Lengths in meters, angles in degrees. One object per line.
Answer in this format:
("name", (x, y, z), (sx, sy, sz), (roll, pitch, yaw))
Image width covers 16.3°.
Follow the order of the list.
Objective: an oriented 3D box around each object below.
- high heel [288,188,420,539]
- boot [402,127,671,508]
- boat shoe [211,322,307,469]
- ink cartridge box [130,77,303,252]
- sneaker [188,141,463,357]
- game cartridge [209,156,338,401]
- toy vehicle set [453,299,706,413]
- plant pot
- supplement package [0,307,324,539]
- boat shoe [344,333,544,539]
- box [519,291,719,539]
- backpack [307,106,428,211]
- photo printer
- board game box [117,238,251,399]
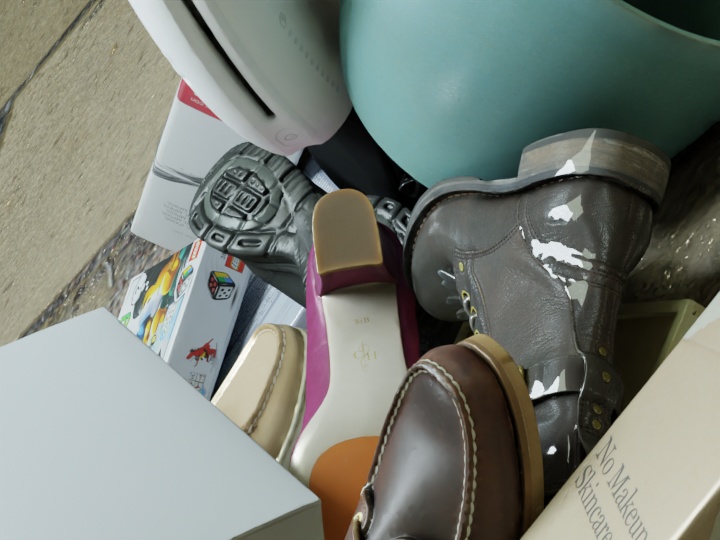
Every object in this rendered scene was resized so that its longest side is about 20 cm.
("high heel", (0.001, 0.068, 1.151), (0.096, 0.067, 0.201), (70, -170, -69))
("boot", (0.057, 0.043, 1.048), (0.200, 0.069, 0.175), (-35, 38, 61))
("boat shoe", (-0.085, 0.108, 1.273), (0.074, 0.069, 0.201), (-10, 53, 63))
("ink cartridge box", (-0.064, -0.112, 1.505), (0.200, 0.083, 0.147), (117, 172, -56))
("sneaker", (0.000, 0.000, 1.289), (0.076, 0.091, 0.200), (-52, 47, 0))
("game cartridge", (-0.038, 0.015, 1.426), (0.200, 0.040, 0.133), (-57, 17, 7))
("toy vehicle set", (0.076, 0.076, 1.087), (0.125, 0.026, 0.200), (-64, 21, -14))
("plant pot", (0.083, -0.120, 1.120), (0.161, 0.200, 0.201), (-52, 20, 39))
("supplement package", (-0.127, 0.127, 1.118), (0.155, 0.111, 0.200), (-22, 36, -25))
("boat shoe", (0.023, 0.119, 0.960), (0.070, 0.070, 0.201), (43, 138, 48))
("box", (0.114, 0.106, 0.882), (0.200, 0.078, 0.095), (-54, 21, 14))
("backpack", (0.041, -0.137, 1.303), (0.200, 0.154, 0.163), (-48, -22, -7))
("photo printer", (-0.061, -0.164, 1.175), (0.069, 0.167, 0.201), (-18, 50, 17))
("board game box", (-0.125, 0.086, 1.435), (0.126, 0.035, 0.201), (-28, 41, 61))
